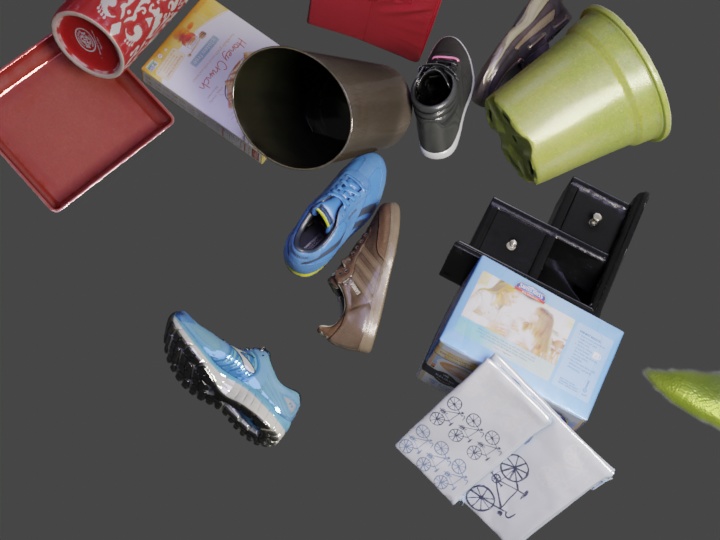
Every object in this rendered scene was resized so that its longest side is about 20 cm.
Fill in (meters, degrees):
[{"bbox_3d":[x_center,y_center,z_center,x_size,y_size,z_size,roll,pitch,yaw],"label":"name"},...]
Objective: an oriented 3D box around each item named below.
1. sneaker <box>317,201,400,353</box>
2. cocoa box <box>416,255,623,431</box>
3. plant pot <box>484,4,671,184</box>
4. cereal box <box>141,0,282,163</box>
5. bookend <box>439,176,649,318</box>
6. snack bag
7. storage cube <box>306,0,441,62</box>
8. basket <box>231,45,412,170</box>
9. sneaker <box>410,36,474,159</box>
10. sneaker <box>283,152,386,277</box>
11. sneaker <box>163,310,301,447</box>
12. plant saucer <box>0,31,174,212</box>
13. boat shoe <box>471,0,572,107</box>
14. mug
[{"bbox_3d":[0.000,0.000,1.505,0.075,0.071,0.201,13,69,-2],"label":"sneaker"},{"bbox_3d":[0.191,0.101,1.458,0.199,0.131,0.134,28,64,3],"label":"cocoa box"},{"bbox_3d":[0.271,-0.211,1.564,0.183,0.200,0.201,-31,78,-5],"label":"plant pot"},{"bbox_3d":[-0.167,-0.253,1.584,0.199,0.040,0.144,34,70,4],"label":"cereal box"},{"bbox_3d":[0.236,-0.045,1.534,0.198,0.092,0.201,28,64,4],"label":"bookend"},{"bbox_3d":[0.165,0.220,1.404,0.200,0.189,0.021,45,31,1],"label":"snack bag"},{"bbox_3d":[0.037,-0.413,1.593,0.170,0.180,0.201,19,71,-1],"label":"storage cube"},{"bbox_3d":[-0.030,-0.202,1.491,0.180,0.199,0.137,30,112,26],"label":"basket"},{"bbox_3d":[0.110,-0.254,1.577,0.070,0.099,0.201,4,57,11],"label":"sneaker"},{"bbox_3d":[-0.026,-0.080,1.525,0.066,0.079,0.200,35,69,7],"label":"sneaker"},{"bbox_3d":[-0.154,0.121,1.453,0.200,0.078,0.090,43,52,4],"label":"sneaker"},{"bbox_3d":[-0.374,-0.196,1.539,0.199,0.037,0.200,-41,80,-18],"label":"plant saucer"},{"bbox_3d":[0.225,-0.297,1.635,0.073,0.075,0.201,35,76,-1],"label":"boat shoe"},{"bbox_3d":[-0.308,-0.365,1.523,0.178,0.133,0.201,48,55,-28],"label":"mug"}]
